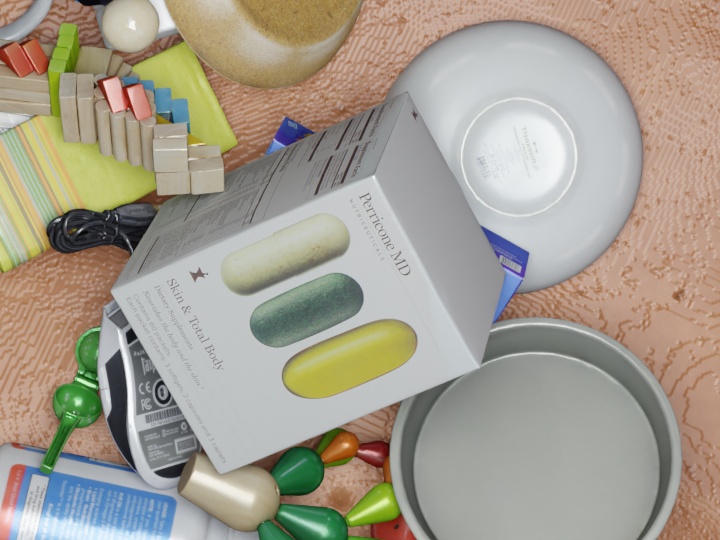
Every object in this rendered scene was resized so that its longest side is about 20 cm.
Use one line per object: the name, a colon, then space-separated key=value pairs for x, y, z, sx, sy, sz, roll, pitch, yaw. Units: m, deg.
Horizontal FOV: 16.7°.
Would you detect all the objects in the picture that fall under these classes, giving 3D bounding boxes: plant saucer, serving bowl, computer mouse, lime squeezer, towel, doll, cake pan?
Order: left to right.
doll: x=-0.188 y=-0.238 z=1.627 sx=0.048 sy=0.136 sz=0.201 roll=-26 pitch=94 yaw=-37
lime squeezer: x=-0.193 y=0.066 z=1.746 sx=0.038 sy=0.071 sz=0.201 roll=17 pitch=61 yaw=11
towel: x=-0.186 y=-0.081 z=1.709 sx=0.199 sy=0.018 sz=0.086 roll=-30 pitch=102 yaw=-23
computer mouse: x=-0.160 y=0.054 z=1.704 sx=0.044 sy=0.109 sz=0.201 roll=-7 pitch=92 yaw=39
plant saucer: x=-0.057 y=-0.227 z=1.696 sx=0.199 sy=0.035 sz=0.202 roll=-1 pitch=91 yaw=-43
serving bowl: x=0.109 y=-0.081 z=1.760 sx=0.199 sy=0.066 sz=0.201 roll=0 pitch=93 yaw=-4
cake pan: x=0.120 y=0.131 z=1.682 sx=0.199 sy=0.037 sz=0.201 roll=-2 pitch=67 yaw=4

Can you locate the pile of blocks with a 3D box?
pile of blocks: x=-0.169 y=-0.123 z=1.659 sx=0.199 sy=0.062 sz=0.082 roll=27 pitch=55 yaw=18

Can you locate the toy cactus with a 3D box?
toy cactus: x=-0.048 y=0.172 z=1.679 sx=0.164 sy=0.102 sz=0.201 roll=25 pitch=48 yaw=-14

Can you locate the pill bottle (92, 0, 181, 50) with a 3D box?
pill bottle: x=-0.160 y=-0.262 z=1.706 sx=0.113 sy=0.113 sz=0.201 roll=-16 pitch=95 yaw=-4

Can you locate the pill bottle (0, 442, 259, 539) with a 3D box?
pill bottle: x=-0.168 y=0.193 z=1.727 sx=0.199 sy=0.112 sz=0.113 roll=12 pitch=92 yaw=-4

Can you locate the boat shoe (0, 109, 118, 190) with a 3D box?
boat shoe: x=-0.251 y=-0.105 z=1.731 sx=0.199 sy=0.071 sz=0.070 roll=14 pitch=86 yaw=-17

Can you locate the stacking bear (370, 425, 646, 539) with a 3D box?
stacking bear: x=0.105 y=0.181 z=1.751 sx=0.199 sy=0.114 sz=0.122 roll=-1 pitch=67 yaw=7

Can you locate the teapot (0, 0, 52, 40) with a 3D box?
teapot: x=-0.338 y=-0.217 z=1.682 sx=0.199 sy=0.197 sz=0.147 roll=33 pitch=128 yaw=14

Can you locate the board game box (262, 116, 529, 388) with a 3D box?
board game box: x=0.000 y=0.000 z=1.736 sx=0.199 sy=0.045 sz=0.135 roll=29 pitch=116 yaw=-4

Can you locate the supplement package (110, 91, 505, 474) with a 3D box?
supplement package: x=-0.031 y=0.008 z=1.635 sx=0.199 sy=0.151 sz=0.152 roll=-23 pitch=108 yaw=20
